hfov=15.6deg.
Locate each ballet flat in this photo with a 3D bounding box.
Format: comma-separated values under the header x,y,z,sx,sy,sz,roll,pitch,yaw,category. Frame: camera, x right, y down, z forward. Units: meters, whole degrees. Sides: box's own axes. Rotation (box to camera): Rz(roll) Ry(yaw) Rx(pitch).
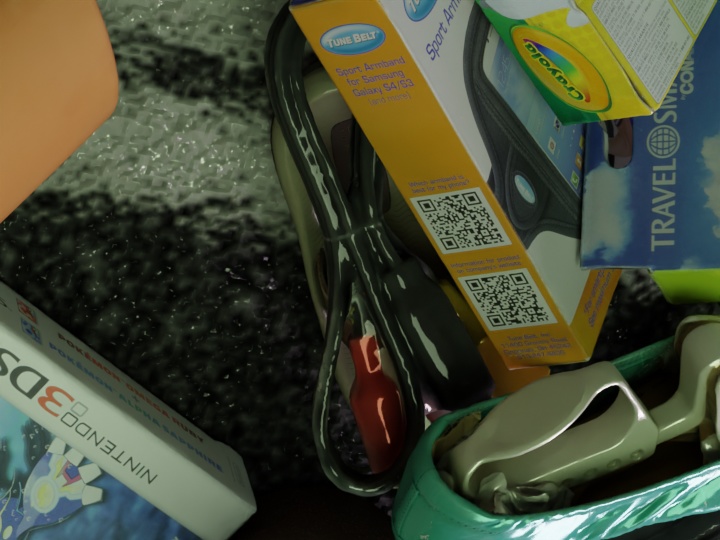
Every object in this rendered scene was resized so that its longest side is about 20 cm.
x,y,z,sx,sy,sz,roll,pitch,yaw,category
0.104,0.054,0.932,0.199,0.068,0.071,-21,147,-12,ballet flat

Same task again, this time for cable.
x,y,z,sx,sy,sz,roll,pitch,yaw,category
0.000,0.000,0.963,0.097,0.050,0.201,-29,99,-11,cable

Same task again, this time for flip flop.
x,y,z,sx,sy,sz,roll,pitch,yaw,category
0.021,0.009,1.011,0.081,0.058,0.201,-22,123,-2,flip flop

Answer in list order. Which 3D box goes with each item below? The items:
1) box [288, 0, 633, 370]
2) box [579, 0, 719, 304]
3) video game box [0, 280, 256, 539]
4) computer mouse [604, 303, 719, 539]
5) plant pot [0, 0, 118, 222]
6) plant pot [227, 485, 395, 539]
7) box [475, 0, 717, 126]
x,y,z,sx,sy,sz,roll,pitch,yaw,category
0.043,-0.076,0.932,0.041,0.119,0.200,-6,132,32,box
0.182,-0.052,0.940,0.199,0.123,0.048,-2,161,18,box
-0.171,0.102,1.021,0.200,0.047,0.182,-44,119,12,video game box
0.111,0.079,1.049,0.053,0.139,0.200,18,125,-33,computer mouse
-0.171,-0.077,0.838,0.140,0.200,0.201,-32,125,-15,plant pot
-0.004,0.178,1.020,0.186,0.200,0.188,-7,122,-11,plant pot
0.056,-0.160,0.883,0.200,0.048,0.118,54,51,-30,box
